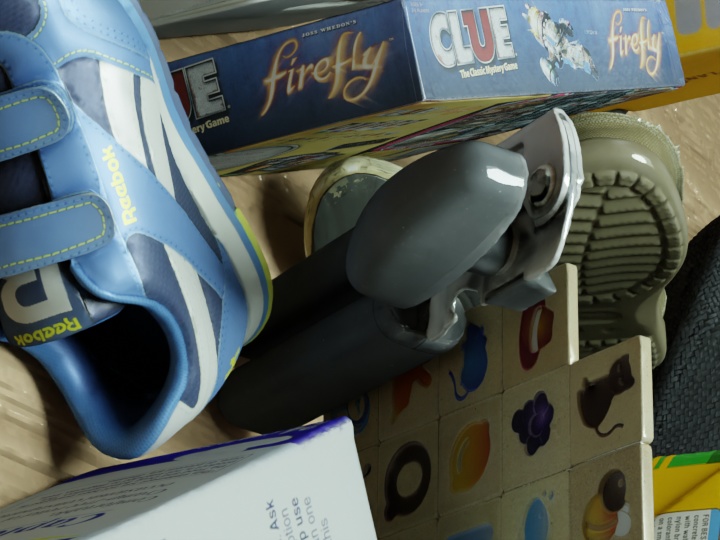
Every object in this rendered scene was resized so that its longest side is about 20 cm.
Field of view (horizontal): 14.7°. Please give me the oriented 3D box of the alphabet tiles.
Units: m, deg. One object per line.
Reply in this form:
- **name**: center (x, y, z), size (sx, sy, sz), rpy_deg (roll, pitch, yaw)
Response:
- **alphabet tiles**: center (0.026, 0.095, 0.885), size (0.006, 0.200, 0.167), rpy_deg (16, 64, -32)

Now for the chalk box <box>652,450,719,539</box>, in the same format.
- **chalk box**: center (0.115, 0.163, 0.954), size (0.200, 0.123, 0.125), rpy_deg (42, 49, -45)

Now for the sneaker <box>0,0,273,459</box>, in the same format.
- **sneaker**: center (-0.094, -0.028, 0.844), size (0.200, 0.074, 0.082), rpy_deg (57, 38, -29)

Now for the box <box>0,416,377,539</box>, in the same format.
- **box**: center (-0.069, 0.158, 0.786), size (0.200, 0.104, 0.185), rpy_deg (-19, 97, -60)

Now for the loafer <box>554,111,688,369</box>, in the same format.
- **loafer**: center (0.090, -0.018, 1.100), size (0.200, 0.076, 0.068), rpy_deg (86, 2, -67)

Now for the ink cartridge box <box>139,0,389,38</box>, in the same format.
- **ink cartridge box**: center (-0.051, -0.184, 0.959), size (0.147, 0.083, 0.201), rpy_deg (-12, 90, -59)

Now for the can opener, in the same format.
- **can opener**: center (0.000, 0.000, 0.889), size (0.067, 0.200, 0.054), rpy_deg (17, 62, -28)

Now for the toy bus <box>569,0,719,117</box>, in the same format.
- **toy bus**: center (0.110, -0.102, 1.083), size (0.065, 0.199, 0.079), rpy_deg (16, 66, -56)

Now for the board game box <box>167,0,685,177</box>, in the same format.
- **board game box**: center (0.011, -0.063, 0.968), size (0.200, 0.135, 0.035), rpy_deg (-9, 87, -60)

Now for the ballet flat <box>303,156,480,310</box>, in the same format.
- **ballet flat**: center (0.032, 0.021, 1.059), size (0.200, 0.066, 0.057), rpy_deg (52, 17, -43)

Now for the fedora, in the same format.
- **fedora**: center (0.166, 0.044, 1.208), size (0.091, 0.201, 0.201), rpy_deg (29, 47, -9)
